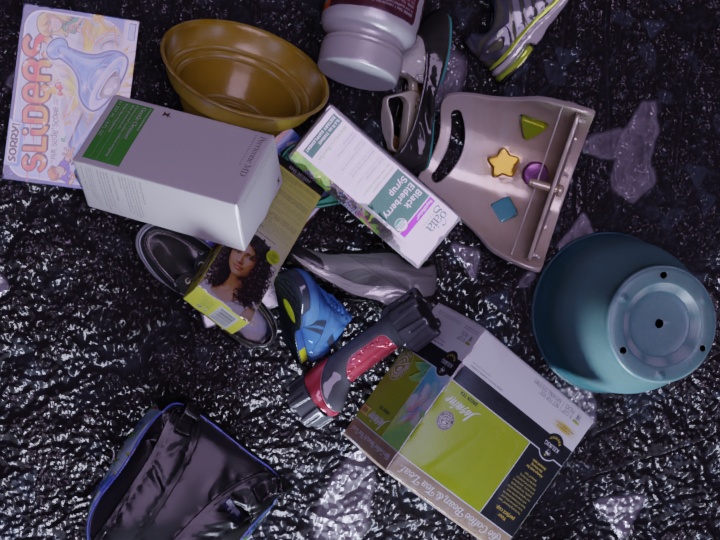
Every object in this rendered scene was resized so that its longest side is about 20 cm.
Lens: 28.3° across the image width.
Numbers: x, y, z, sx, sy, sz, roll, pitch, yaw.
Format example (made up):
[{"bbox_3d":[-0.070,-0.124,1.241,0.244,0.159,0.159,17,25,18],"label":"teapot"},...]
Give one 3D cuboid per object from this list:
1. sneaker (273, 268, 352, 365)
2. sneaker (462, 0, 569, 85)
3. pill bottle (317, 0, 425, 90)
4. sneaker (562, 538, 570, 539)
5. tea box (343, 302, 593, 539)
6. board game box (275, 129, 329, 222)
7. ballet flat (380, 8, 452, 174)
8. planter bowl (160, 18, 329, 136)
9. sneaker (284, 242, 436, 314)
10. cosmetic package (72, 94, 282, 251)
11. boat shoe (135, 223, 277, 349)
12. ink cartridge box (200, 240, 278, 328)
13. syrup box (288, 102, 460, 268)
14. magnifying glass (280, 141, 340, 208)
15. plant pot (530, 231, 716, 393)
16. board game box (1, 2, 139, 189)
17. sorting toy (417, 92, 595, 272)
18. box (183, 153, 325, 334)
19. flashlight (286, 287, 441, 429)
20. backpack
[{"bbox_3d":[-0.051,0.041,1.634,0.078,0.201,0.066,-24,67,-11],"label":"sneaker"},{"bbox_3d":[0.201,-0.326,1.717,0.081,0.074,0.201,35,85,-7],"label":"sneaker"},{"bbox_3d":[0.019,-0.318,1.645,0.113,0.114,0.202,16,78,-11],"label":"pill bottle"},{"bbox_3d":[0.185,0.396,1.746,0.200,0.075,0.077,-41,99,-7],"label":"sneaker"},{"bbox_3d":[0.126,0.184,1.671,0.200,0.133,0.197,39,85,-27],"label":"tea box"},{"bbox_3d":[-0.122,-0.068,1.696,0.103,0.019,0.200,44,85,-10],"label":"board game box"},{"bbox_3d":[0.063,-0.215,1.692,0.068,0.068,0.202,7,91,-31],"label":"ballet flat"},{"bbox_3d":[-0.141,-0.198,1.631,0.198,0.201,0.084,15,125,-11],"label":"planter bowl"},{"bbox_3d":[0.000,0.000,1.701,0.198,0.074,0.080,17,80,-17],"label":"sneaker"},{"bbox_3d":[-0.198,-0.108,1.562,0.198,0.085,0.108,14,55,16],"label":"cosmetic package"},{"bbox_3d":[-0.170,0.016,1.615,0.200,0.057,0.069,40,87,-10],"label":"boat shoe"},{"bbox_3d":[-0.164,-0.043,1.661,0.098,0.039,0.202,-16,97,-8],"label":"ink cartridge box"},{"bbox_3d":[0.016,-0.098,1.644,0.200,0.081,0.079,40,95,-7],"label":"syrup box"},{"bbox_3d":[-0.004,-0.099,1.694,0.198,0.022,0.080,16,90,-10],"label":"magnifying glass"},{"bbox_3d":[0.324,0.058,1.697,0.198,0.188,0.202,-1,94,-10],"label":"plant pot"},{"bbox_3d":[-0.333,-0.196,1.643,0.134,0.034,0.202,6,92,-11],"label":"board game box"},{"bbox_3d":[0.166,-0.128,1.711,0.178,0.107,0.202,19,103,5],"label":"sorting toy"},{"bbox_3d":[-0.117,-0.032,1.600,0.075,0.050,0.201,35,57,-14],"label":"box"},{"bbox_3d":[0.006,0.108,1.665,0.199,0.068,0.068,-35,118,19],"label":"flashlight"},{"bbox_3d":[-0.211,0.264,1.630,0.183,0.147,0.201,39,82,-11],"label":"backpack"}]
